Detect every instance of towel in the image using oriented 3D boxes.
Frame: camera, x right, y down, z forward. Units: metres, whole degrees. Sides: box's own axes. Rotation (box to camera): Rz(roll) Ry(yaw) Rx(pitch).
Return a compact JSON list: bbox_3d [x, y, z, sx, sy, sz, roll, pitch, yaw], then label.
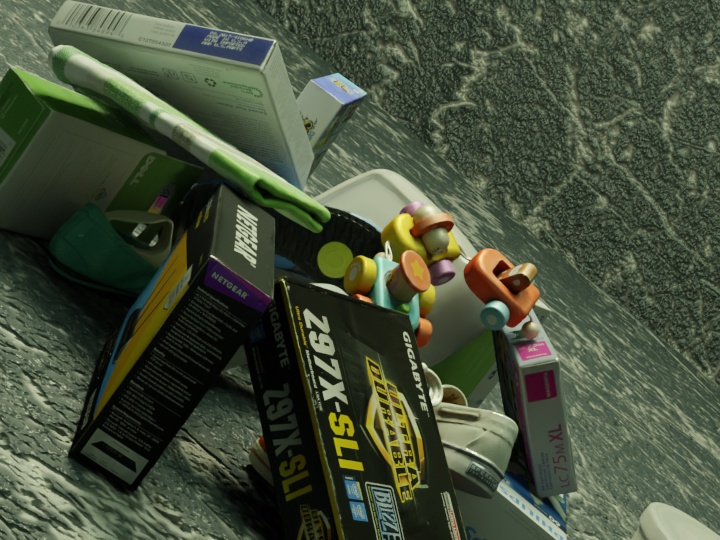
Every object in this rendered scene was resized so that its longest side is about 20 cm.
[{"bbox_3d":[-0.127,-0.093,1.223,0.199,0.031,0.149,34,5,23],"label":"towel"}]

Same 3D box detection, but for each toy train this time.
[{"bbox_3d":[0.073,0.014,1.293,0.150,0.056,0.200,48,39,2],"label":"toy train"}]

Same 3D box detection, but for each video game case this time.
[{"bbox_3d":[-0.072,-0.119,1.733,0.045,0.182,0.200,36,11,0],"label":"video game case"}]

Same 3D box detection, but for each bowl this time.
[{"bbox_3d":[0.000,0.000,1.423,0.200,0.199,0.075,48,-21,37],"label":"bowl"}]

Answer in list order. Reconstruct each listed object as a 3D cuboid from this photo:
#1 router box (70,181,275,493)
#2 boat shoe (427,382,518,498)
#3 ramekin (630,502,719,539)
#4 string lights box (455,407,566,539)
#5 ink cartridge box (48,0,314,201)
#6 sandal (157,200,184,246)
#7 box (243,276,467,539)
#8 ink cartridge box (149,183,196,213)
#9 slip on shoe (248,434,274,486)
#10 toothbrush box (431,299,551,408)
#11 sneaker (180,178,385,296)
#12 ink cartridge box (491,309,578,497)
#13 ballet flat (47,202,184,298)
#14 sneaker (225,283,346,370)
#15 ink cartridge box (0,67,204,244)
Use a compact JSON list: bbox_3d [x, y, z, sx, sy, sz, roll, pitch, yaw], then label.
[{"bbox_3d":[-0.115,0.035,1.062,0.051,0.150,0.200,35,11,-12],"label":"router box"},{"bbox_3d":[0.057,0.123,1.297,0.071,0.070,0.200,36,-13,-23],"label":"boat shoe"},{"bbox_3d":[0.301,0.301,1.430,0.202,0.095,0.202,36,11,-8],"label":"ramekin"},{"bbox_3d":[0.117,0.191,1.390,0.103,0.059,0.200,39,11,-1],"label":"string lights box"},{"bbox_3d":[-0.139,-0.127,1.368,0.195,0.044,0.201,13,-31,20],"label":"ink cartridge box"},{"bbox_3d":[-0.096,-0.022,1.511,0.054,0.082,0.199,28,5,42],"label":"sandal"},{"bbox_3d":[-0.002,0.115,1.120,0.159,0.049,0.202,18,52,-52],"label":"box"},{"bbox_3d":[-0.143,-0.104,1.569,0.076,0.137,0.200,32,12,-15],"label":"ink cartridge box"},{"bbox_3d":[-0.001,0.143,1.212,0.074,0.061,0.200,43,9,38],"label":"slip on shoe"},{"bbox_3d":[0.074,0.057,1.574,0.086,0.146,0.200,43,13,30],"label":"toothbrush box"},{"bbox_3d":[-0.050,-0.029,1.364,0.198,0.067,0.078,18,7,3],"label":"sneaker"},{"bbox_3d":[0.144,0.098,1.424,0.200,0.042,0.120,-97,177,-72],"label":"ink cartridge box"},{"bbox_3d":[-0.155,-0.004,1.300,0.199,0.071,0.067,25,15,-49],"label":"ballet flat"},{"bbox_3d":[-0.087,0.031,1.271,0.199,0.073,0.071,-4,39,-48],"label":"sneaker"},{"bbox_3d":[-0.222,-0.078,1.298,0.059,0.104,0.200,43,13,28],"label":"ink cartridge box"}]
